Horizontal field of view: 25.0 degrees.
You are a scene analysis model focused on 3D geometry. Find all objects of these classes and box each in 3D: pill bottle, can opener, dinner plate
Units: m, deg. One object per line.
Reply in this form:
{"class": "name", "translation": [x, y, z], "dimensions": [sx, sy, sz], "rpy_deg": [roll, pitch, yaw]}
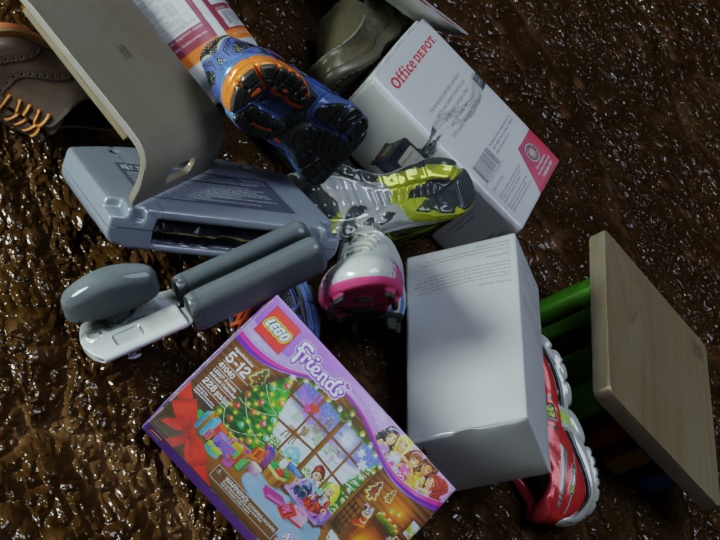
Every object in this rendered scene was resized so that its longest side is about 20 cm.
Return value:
{"class": "pill bottle", "translation": [-0.183, -0.230, 1.372], "dimensions": [0.201, 0.109, 0.109], "rpy_deg": [53, 38, 5]}
{"class": "can opener", "translation": [-0.120, 0.012, 1.204], "dimensions": [0.198, 0.067, 0.053], "rpy_deg": [-21, 39, -17]}
{"class": "dinner plate", "translation": [0.024, -0.290, 1.648], "dimensions": [0.199, 0.024, 0.200], "rpy_deg": [34, 9, -6]}

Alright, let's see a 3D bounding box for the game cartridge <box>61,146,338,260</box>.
{"class": "game cartridge", "translation": [-0.129, -0.054, 1.280], "dimensions": [0.198, 0.041, 0.133], "rpy_deg": [6, 28, -31]}

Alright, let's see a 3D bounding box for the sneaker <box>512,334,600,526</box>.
{"class": "sneaker", "translation": [0.142, 0.129, 1.421], "dimensions": [0.084, 0.077, 0.202], "rpy_deg": [-4, 60, -39]}

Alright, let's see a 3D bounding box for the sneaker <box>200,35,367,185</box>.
{"class": "sneaker", "translation": [-0.060, -0.136, 1.312], "dimensions": [0.079, 0.075, 0.200], "rpy_deg": [48, 5, 31]}

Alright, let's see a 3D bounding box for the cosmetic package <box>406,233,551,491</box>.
{"class": "cosmetic package", "translation": [0.097, 0.077, 1.374], "dimensions": [0.085, 0.106, 0.202], "rpy_deg": [61, 23, -46]}

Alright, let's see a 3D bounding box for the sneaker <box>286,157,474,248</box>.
{"class": "sneaker", "translation": [0.004, -0.045, 1.437], "dimensions": [0.198, 0.085, 0.075], "rpy_deg": [-5, 64, -22]}

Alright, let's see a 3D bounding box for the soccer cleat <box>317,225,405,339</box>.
{"class": "soccer cleat", "translation": [0.000, 0.000, 1.322], "dimensions": [0.200, 0.069, 0.087], "rpy_deg": [73, 11, -78]}

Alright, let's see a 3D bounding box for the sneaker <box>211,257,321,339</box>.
{"class": "sneaker", "translation": [-0.070, 0.063, 1.267], "dimensions": [0.078, 0.075, 0.201], "rpy_deg": [-8, 63, -44]}

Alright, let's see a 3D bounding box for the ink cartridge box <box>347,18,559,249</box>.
{"class": "ink cartridge box", "translation": [0.080, -0.122, 1.563], "dimensions": [0.200, 0.084, 0.145], "rpy_deg": [45, 37, -7]}

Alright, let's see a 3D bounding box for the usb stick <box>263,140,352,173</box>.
{"class": "usb stick", "translation": [-0.086, -0.146, 1.462], "dimensions": [0.200, 0.033, 0.056], "rpy_deg": [46, 44, -5]}

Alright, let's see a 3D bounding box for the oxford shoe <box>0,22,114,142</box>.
{"class": "oxford shoe", "translation": [-0.262, -0.141, 1.252], "dimensions": [0.199, 0.071, 0.074], "rpy_deg": [-7, 67, -48]}

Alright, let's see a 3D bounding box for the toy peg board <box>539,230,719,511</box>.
{"class": "toy peg board", "translation": [0.246, 0.108, 1.544], "dimensions": [0.199, 0.097, 0.201], "rpy_deg": [44, 35, -32]}

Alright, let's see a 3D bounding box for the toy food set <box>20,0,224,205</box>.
{"class": "toy food set", "translation": [-0.199, -0.148, 1.238], "dimensions": [0.201, 0.060, 0.143], "rpy_deg": [51, 24, 1]}

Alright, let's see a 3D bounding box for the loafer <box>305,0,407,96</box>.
{"class": "loafer", "translation": [-0.016, -0.217, 1.564], "dimensions": [0.067, 0.076, 0.200], "rpy_deg": [44, 28, -5]}

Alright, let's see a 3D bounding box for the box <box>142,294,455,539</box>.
{"class": "box", "translation": [-0.045, 0.139, 1.198], "dimensions": [0.200, 0.039, 0.137], "rpy_deg": [47, 70, -3]}
